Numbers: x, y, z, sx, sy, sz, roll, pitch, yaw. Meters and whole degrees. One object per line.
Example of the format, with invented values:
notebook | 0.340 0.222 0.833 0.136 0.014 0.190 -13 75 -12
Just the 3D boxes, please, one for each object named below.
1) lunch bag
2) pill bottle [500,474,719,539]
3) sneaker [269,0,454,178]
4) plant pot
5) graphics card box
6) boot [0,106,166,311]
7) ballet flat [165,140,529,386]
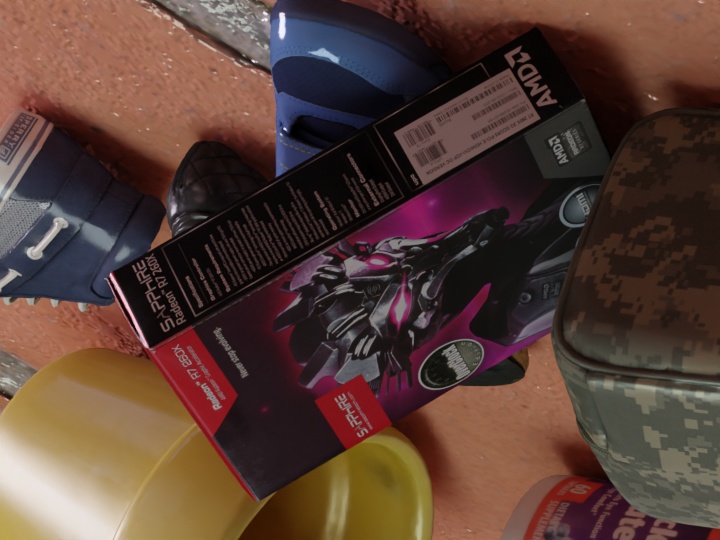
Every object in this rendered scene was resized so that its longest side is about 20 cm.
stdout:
lunch bag | 0.185 0.040 1.127 0.199 0.140 0.168 6 144 25
pill bottle | 0.173 0.168 1.428 0.199 0.112 0.112 7 150 31
sneaker | -0.002 -0.039 1.214 0.074 0.082 0.200 16 153 20
plant pot | -0.094 0.136 1.524 0.188 0.201 0.201 25 159 33
graphics card box | 0.012 0.001 1.170 0.051 0.199 0.126 59 179 40
boot | -0.162 -0.003 1.429 0.090 0.073 0.200 33 153 -5
ballet flat | 0.000 0.000 1.342 0.199 0.057 0.066 29 144 -25
